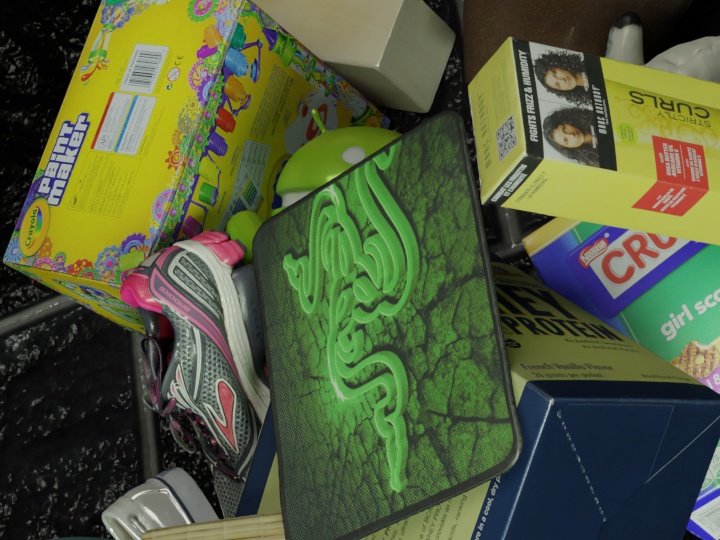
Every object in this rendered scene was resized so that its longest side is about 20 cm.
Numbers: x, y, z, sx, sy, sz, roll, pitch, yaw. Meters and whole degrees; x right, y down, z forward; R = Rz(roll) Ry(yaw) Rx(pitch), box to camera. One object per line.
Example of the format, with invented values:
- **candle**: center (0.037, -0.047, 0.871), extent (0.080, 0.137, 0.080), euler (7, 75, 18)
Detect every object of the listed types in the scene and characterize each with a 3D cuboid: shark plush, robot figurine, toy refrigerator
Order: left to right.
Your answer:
- **toy refrigerator**: center (-0.039, -0.170, 1.319), extent (0.200, 0.076, 0.070), euler (13, 76, 35)
- **robot figurine**: center (0.000, 0.000, 1.178), extent (0.116, 0.175, 0.200), euler (174, 100, -67)
- **shark plush**: center (0.174, -0.060, 1.135), extent (0.091, 0.083, 0.200), euler (41, 112, 39)

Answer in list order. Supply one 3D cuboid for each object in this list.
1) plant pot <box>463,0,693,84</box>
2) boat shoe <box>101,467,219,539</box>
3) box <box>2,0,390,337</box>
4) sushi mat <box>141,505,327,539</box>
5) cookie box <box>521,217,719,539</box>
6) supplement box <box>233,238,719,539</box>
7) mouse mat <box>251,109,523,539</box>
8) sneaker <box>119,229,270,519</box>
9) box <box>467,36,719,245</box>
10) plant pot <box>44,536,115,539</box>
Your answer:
- **plant pot**: center (0.142, -0.200, 1.176), extent (0.187, 0.187, 0.200), euler (23, 98, 36)
- **boat shoe**: center (-0.100, 0.223, 1.146), extent (0.086, 0.075, 0.202), euler (-26, 75, -26)
- **box**: center (-0.102, -0.055, 1.235), extent (0.122, 0.193, 0.200), euler (10, 74, 35)
- **sushi mat**: center (-0.066, 0.184, 1.024), extent (0.200, 0.012, 0.096), euler (-18, 81, 54)
- **cookie box**: center (0.212, 0.024, 1.044), extent (0.171, 0.075, 0.200), euler (-34, 55, 13)
- **supplement box**: center (0.055, 0.113, 0.993), extent (0.200, 0.134, 0.200), euler (34, 113, 47)
- **mouse mat**: center (0.007, 0.033, 0.943), extent (0.161, 0.008, 0.200), euler (-30, 55, 36)
- **sneaker**: center (-0.092, 0.079, 1.124), extent (0.081, 0.075, 0.200), euler (4, 113, 54)
- **box**: center (0.156, -0.060, 0.955), extent (0.050, 0.200, 0.075), euler (133, 141, -51)
- **plant pot**: center (-0.212, 0.260, 1.201), extent (0.200, 0.135, 0.200), euler (-12, 64, 27)
